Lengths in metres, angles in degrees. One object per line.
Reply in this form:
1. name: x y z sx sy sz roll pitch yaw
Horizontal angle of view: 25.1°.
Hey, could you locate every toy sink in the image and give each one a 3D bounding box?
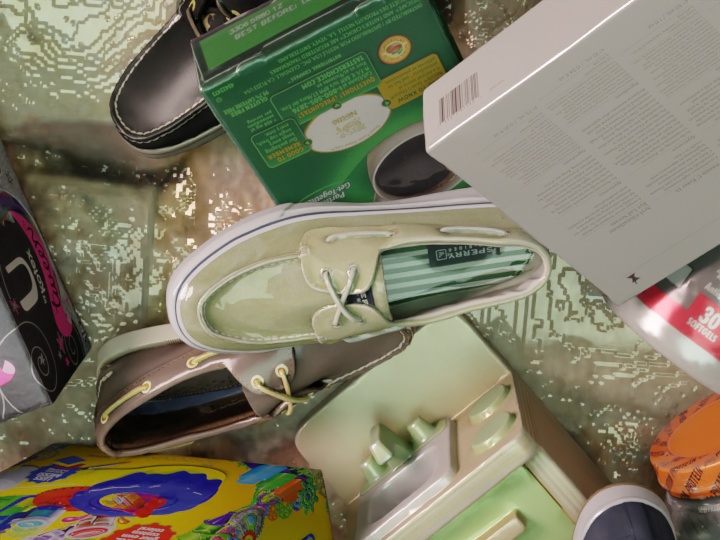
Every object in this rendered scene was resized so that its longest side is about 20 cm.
1. toy sink: 0.067 0.142 0.908 0.130 0.112 0.200 -39 100 10

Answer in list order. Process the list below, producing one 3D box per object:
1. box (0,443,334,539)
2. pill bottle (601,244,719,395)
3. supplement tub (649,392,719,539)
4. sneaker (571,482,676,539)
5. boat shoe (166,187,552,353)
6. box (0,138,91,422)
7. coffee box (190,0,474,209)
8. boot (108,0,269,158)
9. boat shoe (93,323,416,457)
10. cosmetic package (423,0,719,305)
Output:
1. box: -0.142 0.187 0.848 0.199 0.192 0.123 0 107 33
2. pill bottle: 0.227 -0.037 0.858 0.110 0.111 0.201 33 103 -6
3. supplement tub: 0.247 0.167 0.903 0.122 0.123 0.201 -27 102 8
4. sneaker: 0.136 0.221 0.820 0.069 0.109 0.202 -1 108 -1
5. boat shoe: 0.000 0.000 0.815 0.198 0.062 0.073 -15 110 -6
6. box: -0.250 -0.011 0.879 0.131 0.115 0.201 -20 103 7
7. coffee box: 0.007 -0.067 0.842 0.122 0.044 0.200 -26 136 8
8. boot: -0.070 -0.150 0.814 0.203 0.154 0.074 -39 71 6
9. boat shoe: -0.059 0.055 0.893 0.198 0.060 0.072 -14 138 17
10. cosmetic package: 0.151 -0.083 0.758 0.199 0.052 0.150 -34 125 29
